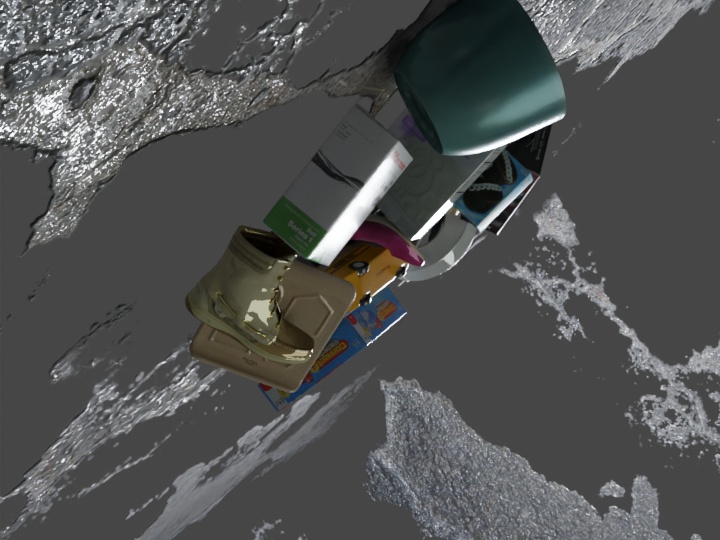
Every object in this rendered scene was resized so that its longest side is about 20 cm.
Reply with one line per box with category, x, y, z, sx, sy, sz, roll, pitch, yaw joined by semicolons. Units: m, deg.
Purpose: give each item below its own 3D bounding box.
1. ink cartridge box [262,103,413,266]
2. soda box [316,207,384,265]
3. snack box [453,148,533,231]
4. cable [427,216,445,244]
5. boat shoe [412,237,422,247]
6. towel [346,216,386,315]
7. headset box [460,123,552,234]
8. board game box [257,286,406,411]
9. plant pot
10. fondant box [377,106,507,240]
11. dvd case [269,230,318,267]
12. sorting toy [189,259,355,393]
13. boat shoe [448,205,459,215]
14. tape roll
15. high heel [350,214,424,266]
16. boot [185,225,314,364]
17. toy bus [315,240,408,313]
ink cartridge box;-0.026;-0.112;1.447;0.200;0.084;0.146;-51;170;4
soda box;-0.048;-0.054;1.705;0.200;0.063;0.071;-44;170;3
snack box;0.157;-0.169;1.650;0.116;0.200;0.037;-45;158;3
cable;0.091;-0.067;1.950;0.200;0.163;0.051;-43;140;2
boat shoe;0.082;-0.087;1.756;0.072;0.066;0.200;-15;162;-12
towel;-0.005;-0.007;1.844;0.200;0.048;0.172;123;-22;-61
headset box;0.247;-0.180;1.769;0.200;0.077;0.149;121;-10;-55
board game box;-0.042;0.123;1.708;0.196;0.056;0.200;-38;178;25
plant pot;0.139;-0.241;1.358;0.161;0.201;0.201;-30;169;-3
fondant box;0.099;-0.166;1.602;0.200;0.144;0.058;-47;168;18
dvd case;-0.132;0.033;1.623;0.150;0.025;0.200;-44;145;3
sorting toy;-0.130;0.070;1.564;0.200;0.185;0.037;-59;-157;20
boat shoe;0.163;-0.174;1.738;0.200;0.069;0.074;-61;176;-46
tape roll;0.110;-0.076;1.882;0.203;0.203;0.037;-44;138;3
high heel;0.003;-0.046;1.613;0.096;0.200;0.067;-50;-155;7
boot;-0.121;0.035;1.478;0.156;0.200;0.073;-52;-161;25
toy bus;0.000;0.000;1.660;0.200;0.078;0.065;-37;131;-48
